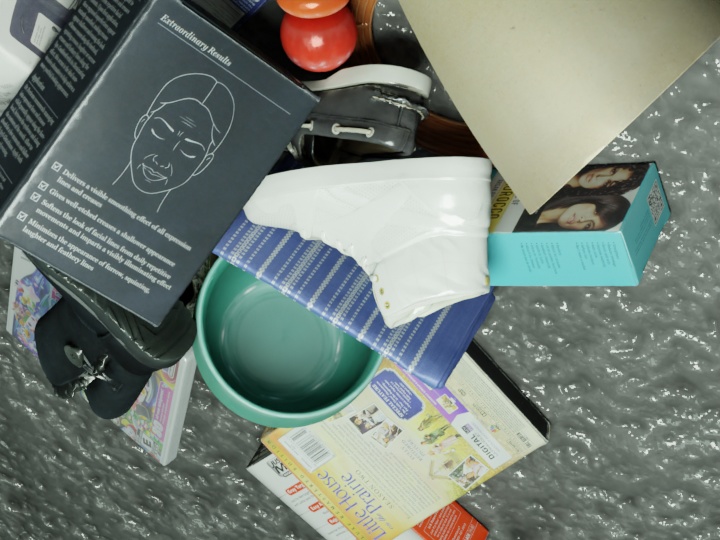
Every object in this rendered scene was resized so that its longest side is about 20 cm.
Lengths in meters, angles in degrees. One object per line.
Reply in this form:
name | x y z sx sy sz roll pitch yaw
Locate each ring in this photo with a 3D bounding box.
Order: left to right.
ring | 0.065 -0.152 1.241 0.200 0.019 0.201 17 135 17

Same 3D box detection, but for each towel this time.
towel | 0.000 0.000 1.332 0.200 0.145 0.024 31 130 3

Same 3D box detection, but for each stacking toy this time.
stacking toy | -0.037 -0.222 1.186 0.085 0.085 0.200 14 136 20

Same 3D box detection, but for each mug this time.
mug | -0.053 0.033 1.404 0.152 0.186 0.114 21 166 -3

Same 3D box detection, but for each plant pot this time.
plant pot | 0.105 -0.170 1.097 0.200 0.187 0.187 46 138 2

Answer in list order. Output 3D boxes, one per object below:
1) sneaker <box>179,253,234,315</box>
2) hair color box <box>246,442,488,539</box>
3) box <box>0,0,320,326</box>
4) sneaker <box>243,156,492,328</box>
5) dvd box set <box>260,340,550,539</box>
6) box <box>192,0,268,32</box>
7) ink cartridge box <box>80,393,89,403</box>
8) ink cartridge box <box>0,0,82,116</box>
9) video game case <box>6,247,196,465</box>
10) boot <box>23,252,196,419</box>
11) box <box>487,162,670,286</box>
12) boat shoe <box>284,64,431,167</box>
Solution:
sneaker | -0.129 0.018 1.469 0.077 0.089 0.200 -11 123 38
hair color box | 0.007 0.206 1.588 0.200 0.061 0.101 43 137 -13
box | -0.155 -0.091 1.228 0.148 0.200 0.107 33 -174 -33
sneaker | 0.000 -0.016 1.253 0.199 0.074 0.116 -3 88 31
dvd box set | 0.037 0.135 1.475 0.200 0.029 0.146 -37 106 26
box | -0.144 -0.209 1.302 0.121 0.032 0.200 43 138 -11
ink cartridge box | -0.217 0.025 1.530 0.104 0.059 0.200 46 140 10
ink cartridge box | -0.268 -0.167 1.297 0.144 0.085 0.200 -4 146 45
video game case | -0.223 0.059 1.499 0.200 0.018 0.143 38 139 20
boot | -0.228 0.020 1.385 0.200 0.076 0.168 48 146 -4
box | 0.114 -0.032 1.278 0.199 0.082 0.049 -1 129 31
boat shoe | -0.021 -0.101 1.274 0.074 0.061 0.200 17 166 -36
